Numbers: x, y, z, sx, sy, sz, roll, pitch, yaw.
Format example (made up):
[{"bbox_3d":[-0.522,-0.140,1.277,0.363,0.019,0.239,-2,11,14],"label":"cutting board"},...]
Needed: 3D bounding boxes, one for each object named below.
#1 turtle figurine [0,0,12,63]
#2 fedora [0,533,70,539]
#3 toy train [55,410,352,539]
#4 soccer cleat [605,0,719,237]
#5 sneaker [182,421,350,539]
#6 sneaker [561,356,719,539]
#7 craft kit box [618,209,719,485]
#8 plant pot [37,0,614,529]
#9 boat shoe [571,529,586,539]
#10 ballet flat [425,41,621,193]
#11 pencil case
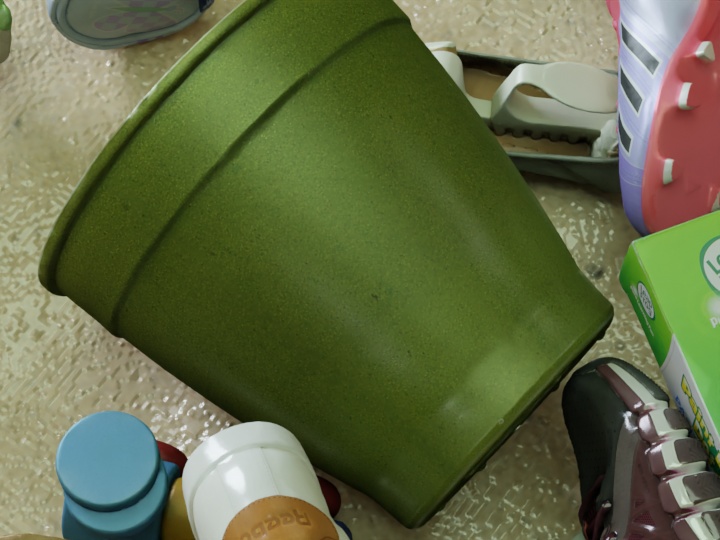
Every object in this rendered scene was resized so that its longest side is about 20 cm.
[{"bbox_3d":[-0.266,-0.104,0.944,0.194,0.143,0.201,-42,113,-36],"label":"turtle figurine"},{"bbox_3d":[-0.116,0.186,0.826,0.199,0.082,0.202,3,109,10],"label":"fedora"},{"bbox_3d":[-0.031,0.114,0.865,0.198,0.116,0.085,11,66,7],"label":"toy train"},{"bbox_3d":[0.140,-0.107,0.941,0.076,0.066,0.202,-3,72,45],"label":"soccer cleat"},{"bbox_3d":[-0.015,0.156,0.799,0.072,0.201,0.085,-27,38,-3],"label":"sneaker"},{"bbox_3d":[0.091,0.126,0.799,0.115,0.076,0.201,-19,50,-9],"label":"sneaker"},{"bbox_3d":[0.231,0.049,0.811,0.199,0.049,0.199,-20,68,-7],"label":"craft kit box"},{"bbox_3d":[0.000,0.000,0.891,0.193,0.201,0.200,43,72,7],"label":"plant pot"},{"bbox_3d":[0.097,0.159,0.868,0.062,0.075,0.200,31,60,27],"label":"boat shoe"},{"bbox_3d":[0.059,-0.083,0.985,0.198,0.064,0.068,9,65,6],"label":"ballet flat"},{"bbox_3d":[-0.135,-0.210,1.036,0.082,0.091,0.201,-15,64,-6],"label":"pencil case"}]
